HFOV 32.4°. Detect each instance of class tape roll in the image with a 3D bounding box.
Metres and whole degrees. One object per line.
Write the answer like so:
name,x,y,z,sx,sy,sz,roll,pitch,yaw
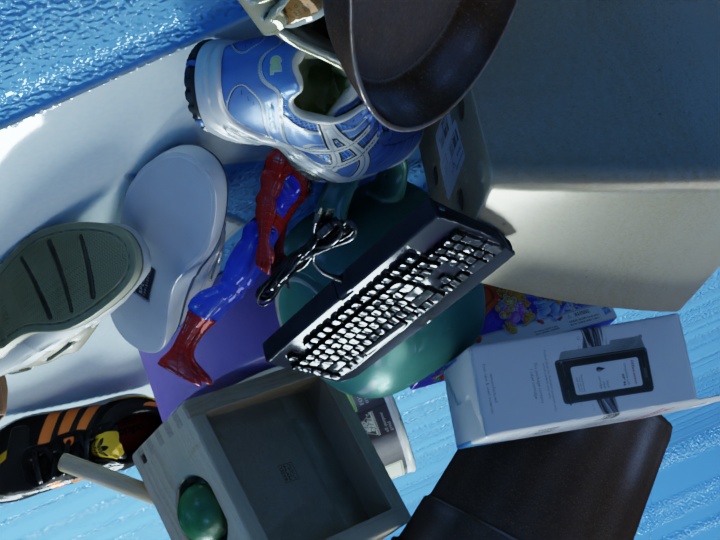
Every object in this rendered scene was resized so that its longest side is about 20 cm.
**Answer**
tape roll,-0.093,0.073,1.108,0.199,0.085,0.200,-20,160,-8

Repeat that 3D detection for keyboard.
keyboard,-0.003,0.015,0.813,0.126,0.021,0.200,23,137,-26

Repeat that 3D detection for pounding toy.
pounding toy,-0.105,0.180,1.017,0.199,0.185,0.142,-15,159,-44

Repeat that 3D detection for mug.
mug,-0.003,0.006,0.950,0.114,0.186,0.152,-30,-175,-31

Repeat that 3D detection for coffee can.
coffee can,-0.059,0.182,1.314,0.199,0.147,0.147,-21,159,-7

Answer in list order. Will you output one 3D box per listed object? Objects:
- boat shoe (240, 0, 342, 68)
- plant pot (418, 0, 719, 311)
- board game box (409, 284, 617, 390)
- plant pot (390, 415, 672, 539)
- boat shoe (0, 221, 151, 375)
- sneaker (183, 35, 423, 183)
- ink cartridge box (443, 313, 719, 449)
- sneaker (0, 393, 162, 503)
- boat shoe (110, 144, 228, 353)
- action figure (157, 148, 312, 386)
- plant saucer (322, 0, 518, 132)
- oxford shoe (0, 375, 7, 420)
boat shoe,-0.031,-0.158,0.616,0.074,0.069,0.200,-26,158,25
plant pot,0.140,-0.093,0.829,0.176,0.201,0.200,-5,155,-12
board game box,0.113,0.015,1.110,0.199,0.135,0.045,-14,158,-24
plant pot,0.158,0.189,1.049,0.199,0.199,0.200,-61,160,-9
boat shoe,-0.221,0.022,0.883,0.199,0.075,0.068,-25,166,25
sneaker,-0.016,-0.098,0.765,0.077,0.076,0.199,-3,176,37
ink cartridge box,0.172,0.082,0.928,0.198,0.068,0.116,-8,169,-8
sneaker,-0.256,0.159,1.125,0.199,0.071,0.090,-17,-175,-31
boat shoe,-0.130,-0.024,0.881,0.065,0.073,0.200,-46,173,-43
action figure,-0.071,-0.015,0.856,0.201,0.051,0.065,-64,170,-1
plant saucer,0.036,-0.169,0.603,0.200,0.034,0.201,-44,145,-41
oxford shoe,-0.349,0.135,1.015,0.071,0.072,0.200,-4,153,-44
